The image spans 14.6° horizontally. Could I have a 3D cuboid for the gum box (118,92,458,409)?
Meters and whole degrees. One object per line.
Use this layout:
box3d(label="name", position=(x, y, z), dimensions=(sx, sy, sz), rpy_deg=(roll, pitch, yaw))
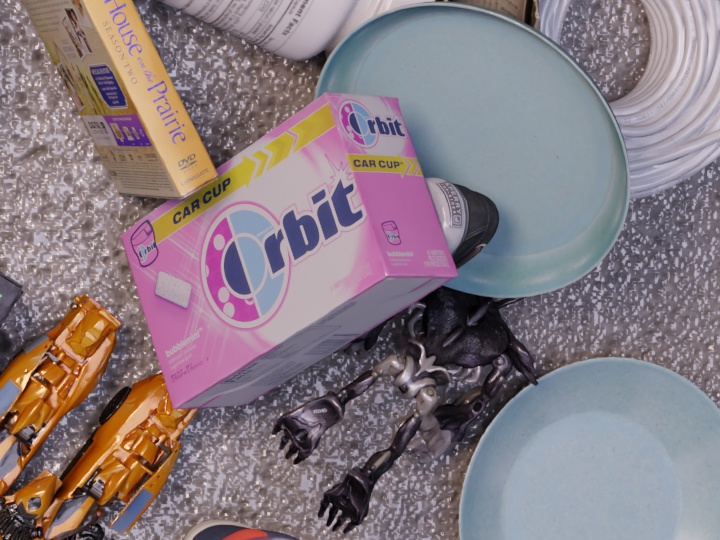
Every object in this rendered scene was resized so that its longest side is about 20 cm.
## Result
box3d(label="gum box", position=(-0.048, -0.006, 1.636), dimensions=(0.066, 0.200, 0.114), rpy_deg=(0, 64, -49))

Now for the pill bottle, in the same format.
box3d(label="pill bottle", position=(-0.058, -0.194, 1.666), dimensions=(0.199, 0.113, 0.114), rpy_deg=(23, 88, -17))

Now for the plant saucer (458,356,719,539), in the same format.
box3d(label="plant saucer", position=(0.152, 0.154, 1.793), dimensions=(0.199, 0.039, 0.203), rpy_deg=(-1, 95, -17))

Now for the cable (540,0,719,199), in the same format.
box3d(label="cable", position=(0.157, -0.145, 1.755), dimensions=(0.199, 0.069, 0.201), rpy_deg=(-33, 102, -9))

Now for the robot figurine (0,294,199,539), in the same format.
box3d(label="robot figurine", position=(-0.190, 0.122, 1.682), dimensions=(0.145, 0.058, 0.200), rpy_deg=(39, 83, -14))

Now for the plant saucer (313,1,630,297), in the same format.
box3d(label="plant saucer", position=(0.068, -0.074, 1.645), dimensions=(0.200, 0.200, 0.027), rpy_deg=(50, 41, -14))

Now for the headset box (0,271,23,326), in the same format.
box3d(label="headset box", position=(-0.315, 0.036, 1.623), dimensions=(0.174, 0.093, 0.201), rpy_deg=(34, 84, -16))

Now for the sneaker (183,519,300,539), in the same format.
box3d(label="sneaker", position=(-0.013, 0.206, 1.726), dimensions=(0.199, 0.084, 0.076), rpy_deg=(12, 91, -17))

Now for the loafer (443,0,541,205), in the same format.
box3d(label="loafer", position=(0.074, -0.128, 1.666), dimensions=(0.075, 0.068, 0.202), rpy_deg=(1, 107, 12))

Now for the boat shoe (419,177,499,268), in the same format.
box3d(label="boat shoe", position=(0.000, 0.000, 1.677), dimensions=(0.056, 0.199, 0.069), rpy_deg=(3, 69, -46))

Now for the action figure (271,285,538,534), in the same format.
box3d(label="action figure", position=(0.027, 0.064, 1.722), dimensions=(0.119, 0.102, 0.200), rpy_deg=(52, 54, -5))

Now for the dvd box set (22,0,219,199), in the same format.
box3d(label="dvd box set", position=(-0.156, -0.137, 1.626), dimensions=(0.029, 0.146, 0.201), rpy_deg=(-29, 101, -16))
